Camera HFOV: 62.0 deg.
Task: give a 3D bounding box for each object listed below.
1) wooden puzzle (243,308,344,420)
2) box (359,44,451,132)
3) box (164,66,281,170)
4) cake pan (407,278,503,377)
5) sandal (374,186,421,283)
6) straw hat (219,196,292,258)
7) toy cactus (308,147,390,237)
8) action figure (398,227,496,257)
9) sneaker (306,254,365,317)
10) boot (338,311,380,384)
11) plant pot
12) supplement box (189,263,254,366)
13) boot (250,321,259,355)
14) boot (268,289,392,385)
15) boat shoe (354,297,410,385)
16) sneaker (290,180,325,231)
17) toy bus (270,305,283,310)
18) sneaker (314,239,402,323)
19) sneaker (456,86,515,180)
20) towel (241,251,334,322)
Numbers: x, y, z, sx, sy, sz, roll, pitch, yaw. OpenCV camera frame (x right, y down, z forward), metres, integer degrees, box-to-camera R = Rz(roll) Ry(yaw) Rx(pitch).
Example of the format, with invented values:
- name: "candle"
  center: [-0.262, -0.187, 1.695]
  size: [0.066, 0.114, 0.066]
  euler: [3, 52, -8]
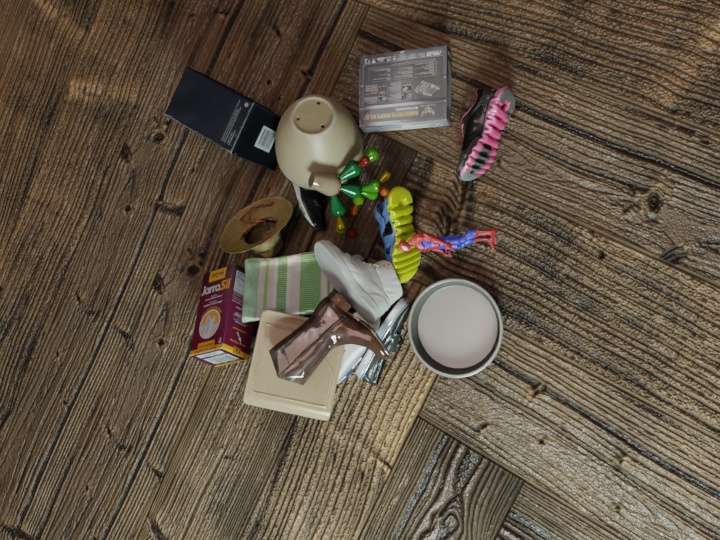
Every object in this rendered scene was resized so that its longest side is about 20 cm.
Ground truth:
- name: "wooden puzzle"
  center: [-0.133, 0.194, 1.236]
  size: [0.182, 0.037, 0.204]
  euler: [13, 91, -4]
- name: "box"
  center: [0.096, -0.389, 1.294]
  size: [0.197, 0.048, 0.162]
  euler: [-1, 88, 19]
- name: "box"
  center: [-0.288, -0.337, 1.344]
  size: [0.197, 0.200, 0.125]
  euler: [29, 97, 17]
- name: "cake pan"
  center: [0.197, 0.118, 1.242]
  size: [0.197, 0.037, 0.204]
  euler: [-1, 87, 19]
- name: "sandal"
  center: [0.076, -0.075, 1.283]
  size: [0.087, 0.078, 0.204]
  euler: [0, 96, 56]
- name: "straw hat"
  center: [-0.219, -0.076, 1.363]
  size: [0.198, 0.203, 0.086]
  euler: [-14, 127, 18]
- name: "toy cactus"
  center: [-0.030, -0.164, 1.256]
  size: [0.201, 0.163, 0.103]
  euler: [-60, 37, 30]
- name: "action figure"
  center: [0.175, -0.055, 1.223]
  size: [0.196, 0.065, 0.053]
  euler: [-1, 77, 6]
- name: "sneaker"
  center: [-0.043, 0.068, 1.306]
  size: [0.200, 0.075, 0.114]
  euler: [-44, 73, 10]
- name: "boot"
  center: [-0.020, 0.164, 1.289]
  size: [0.073, 0.090, 0.201]
  euler: [42, 99, 18]
- name: "plant pot"
  center: [-0.094, -0.292, 1.275]
  size: [0.196, 0.135, 0.204]
  euler: [-1, 73, 2]
- name: "supplement box"
  center: [-0.301, 0.101, 1.342]
  size: [0.109, 0.085, 0.203]
  euler: [-16, 58, 32]
- name: "boot"
  center: [-0.224, 0.120, 1.380]
  size: [0.197, 0.070, 0.134]
  euler: [-14, 81, 7]
- name: "boot"
  center: [-0.062, 0.170, 1.189]
  size: [0.200, 0.064, 0.186]
  euler: [-45, 82, -5]
- name: "boat shoe"
  center: [0.058, 0.154, 1.278]
  size: [0.056, 0.069, 0.202]
  euler: [31, 103, 9]
- name: "sneaker"
  center: [-0.104, -0.192, 1.343]
  size: [0.086, 0.076, 0.203]
  euler: [-22, 81, 11]
- name: "toy bus"
  center: [-0.151, 0.174, 1.292]
  size: [0.077, 0.065, 0.203]
  euler: [-17, 90, 13]
- name: "sneaker"
  center: [0.000, 0.000, 1.242]
  size: [0.115, 0.074, 0.201]
  euler: [-37, 85, -32]
- name: "sneaker"
  center: [0.240, -0.285, 1.237]
  size: [0.095, 0.079, 0.203]
  euler: [29, 97, 40]
- name: "towel"
  center: [-0.152, 0.029, 1.272]
  size: [0.196, 0.024, 0.155]
  euler: [-6, 59, 5]
